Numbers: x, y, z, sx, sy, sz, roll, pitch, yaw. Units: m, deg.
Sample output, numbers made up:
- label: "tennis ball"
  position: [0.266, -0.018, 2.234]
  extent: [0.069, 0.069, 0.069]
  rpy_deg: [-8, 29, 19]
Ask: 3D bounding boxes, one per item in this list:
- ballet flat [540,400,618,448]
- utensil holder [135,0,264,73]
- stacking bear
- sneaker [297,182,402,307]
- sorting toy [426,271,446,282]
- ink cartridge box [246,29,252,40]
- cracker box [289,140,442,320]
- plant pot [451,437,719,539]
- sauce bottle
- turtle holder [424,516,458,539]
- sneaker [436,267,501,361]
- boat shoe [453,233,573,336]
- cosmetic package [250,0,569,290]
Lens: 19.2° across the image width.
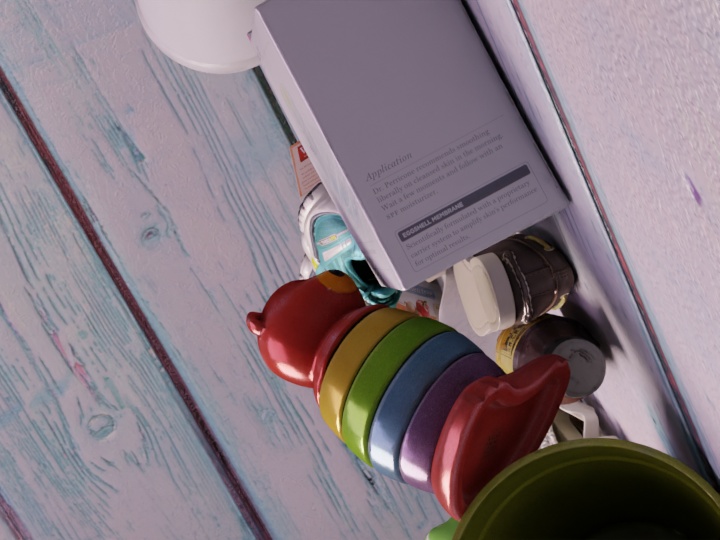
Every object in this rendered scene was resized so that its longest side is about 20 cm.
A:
- label: "ballet flat"
  position: [0.178, 0.148, 1.659]
  extent: [0.072, 0.072, 0.200]
  rpy_deg: [63, 175, -27]
- label: "utensil holder"
  position: [-0.131, -0.288, 1.915]
  extent: [0.170, 0.169, 0.200]
  rpy_deg: [61, 175, 11]
- label: "stacking bear"
  position: [0.017, 0.068, 1.399]
  extent: [0.200, 0.114, 0.121]
  rpy_deg: [31, -154, 28]
- label: "sneaker"
  position: [0.000, 0.000, 1.577]
  extent: [0.080, 0.077, 0.200]
  rpy_deg: [50, 170, 23]
- label: "sorting toy"
  position: [0.030, -0.098, 1.701]
  extent: [0.199, 0.069, 0.200]
  rpy_deg: [61, -176, 5]
- label: "ink cartridge box"
  position: [-0.029, -0.112, 1.784]
  extent: [0.201, 0.037, 0.095]
  rpy_deg: [61, -176, 21]
- label: "cracker box"
  position: [0.018, -0.020, 1.871]
  extent: [0.134, 0.058, 0.201]
  rpy_deg: [16, -128, -48]
- label: "plant pot"
  position: [0.172, 0.221, 1.402]
  extent: [0.201, 0.200, 0.193]
  rpy_deg: [61, -171, 17]
- label: "sauce bottle"
  position: [0.139, 0.063, 1.512]
  extent: [0.066, 0.066, 0.200]
  rpy_deg: [62, 175, -2]
- label: "turtle holder"
  position: [0.150, 0.243, 1.862]
  extent: [0.132, 0.185, 0.141]
  rpy_deg: [43, -171, -49]
- label: "sneaker"
  position: [0.104, 0.024, 1.815]
  extent: [0.089, 0.075, 0.201]
  rpy_deg: [50, -166, -47]
- label: "boat shoe"
  position: [0.106, 0.006, 1.520]
  extent: [0.200, 0.059, 0.072]
  rpy_deg: [-173, 67, -85]
- label: "cosmetic package"
  position: [0.024, -0.101, 1.385]
  extent: [0.201, 0.123, 0.199]
  rpy_deg: [63, 177, -2]
